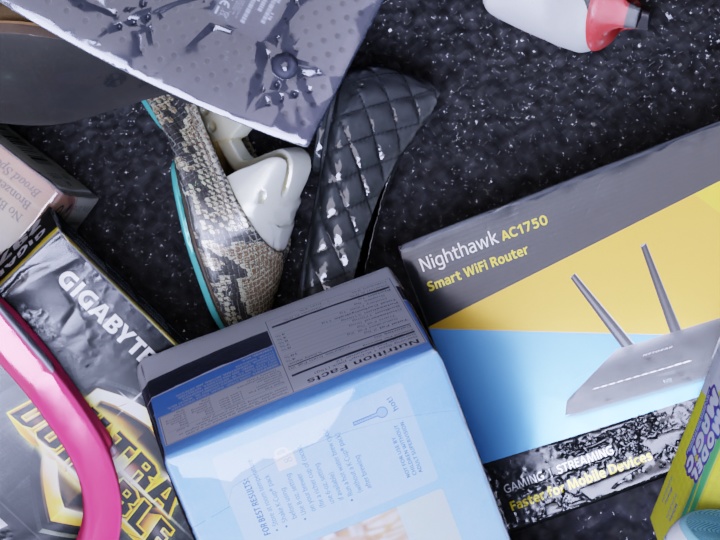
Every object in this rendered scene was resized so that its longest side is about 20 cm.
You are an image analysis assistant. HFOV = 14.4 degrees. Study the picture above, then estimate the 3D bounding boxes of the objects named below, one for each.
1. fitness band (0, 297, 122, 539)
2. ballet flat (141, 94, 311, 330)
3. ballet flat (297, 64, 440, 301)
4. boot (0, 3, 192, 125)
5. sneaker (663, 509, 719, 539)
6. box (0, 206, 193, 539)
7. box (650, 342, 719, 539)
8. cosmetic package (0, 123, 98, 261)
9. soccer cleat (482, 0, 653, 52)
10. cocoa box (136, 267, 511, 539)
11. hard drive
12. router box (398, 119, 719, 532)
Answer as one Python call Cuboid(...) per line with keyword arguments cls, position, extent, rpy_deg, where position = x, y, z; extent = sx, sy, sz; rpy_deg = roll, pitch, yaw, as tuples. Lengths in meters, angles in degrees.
Cuboid(cls="fitness band", position=(-0.197, 0.083, 1.300), extent=(0.144, 0.037, 0.200), rpy_deg=(-35, 107, 2))
Cuboid(cls="ballet flat", position=(-0.068, -0.069, 1.385), extent=(0.075, 0.068, 0.200), rpy_deg=(-24, 83, 19))
Cuboid(cls="ballet flat", position=(0.000, 0.000, 1.376), extent=(0.057, 0.066, 0.200), rpy_deg=(6, 91, 3))
Cuboid(cls="boot", position=(-0.130, -0.118, 1.345), extent=(0.200, 0.074, 0.075), rpy_deg=(-5, 63, -6))
Cuboid(cls="sneaker", position=(0.191, 0.196, 1.301), extent=(0.200, 0.080, 0.131), rpy_deg=(28, 109, -25))
Cuboid(cls="box", position=(-0.134, 0.095, 1.359), extent=(0.160, 0.049, 0.200), rpy_deg=(-43, 110, 3))
Cuboid(cls="box", position=(0.217, 0.056, 1.287), extent=(0.117, 0.048, 0.200), rpy_deg=(7, 122, -14))
Cuboid(cls="cosmetic package", position=(-0.232, 0.012, 1.400), extent=(0.103, 0.087, 0.200), rpy_deg=(36, 95, 6))
Cuboid(cls="soccer cleat", position=(0.113, -0.205, 1.363), extent=(0.085, 0.069, 0.200), rpy_deg=(13, 93, 12))
Cuboid(cls="cocoa box", position=(-0.003, 0.124, 1.300), extent=(0.133, 0.131, 0.200), rpy_deg=(-22, 109, -3))
Cuboid(cls="hard drive", position=(-0.085, -0.154, 1.279), extent=(0.200, 0.042, 0.135), rpy_deg=(27, 90, -7))
Cuboid(cls="router box", position=(0.137, 0.022, 1.360), extent=(0.200, 0.051, 0.149), rpy_deg=(-22, 87, 8))
